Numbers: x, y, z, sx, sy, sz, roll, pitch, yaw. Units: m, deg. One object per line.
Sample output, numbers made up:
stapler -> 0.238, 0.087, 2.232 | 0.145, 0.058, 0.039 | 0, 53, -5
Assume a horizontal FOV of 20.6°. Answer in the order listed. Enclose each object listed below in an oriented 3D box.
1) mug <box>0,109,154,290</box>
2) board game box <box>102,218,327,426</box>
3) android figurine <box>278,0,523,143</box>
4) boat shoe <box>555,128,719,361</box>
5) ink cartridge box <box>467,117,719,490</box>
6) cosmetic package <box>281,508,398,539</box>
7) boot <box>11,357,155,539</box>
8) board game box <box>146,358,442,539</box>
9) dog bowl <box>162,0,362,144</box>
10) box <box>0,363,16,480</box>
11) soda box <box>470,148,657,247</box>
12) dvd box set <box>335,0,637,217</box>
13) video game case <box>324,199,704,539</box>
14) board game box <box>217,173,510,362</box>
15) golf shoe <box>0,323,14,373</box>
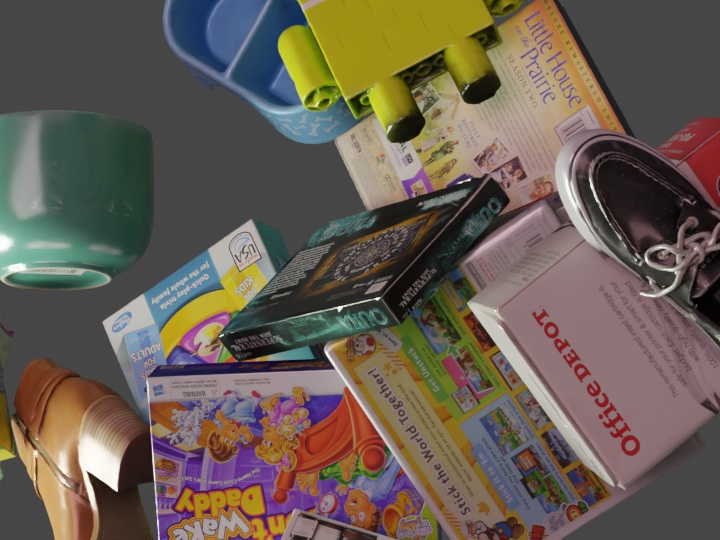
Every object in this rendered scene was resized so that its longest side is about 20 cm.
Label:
mug -> -0.250, -0.047, 1.541 | 0.184, 0.152, 0.115 | -9, 77, 26
board game box -> -0.092, 0.087, 1.488 | 0.151, 0.047, 0.201 | -34, 65, 17
android figurine -> 0.024, -0.191, 1.447 | 0.181, 0.041, 0.201 | -29, 59, 3
boat shoe -> 0.199, -0.007, 1.190 | 0.074, 0.068, 0.200 | -41, 100, -6
ink cartridge box -> 0.190, 0.019, 1.268 | 0.200, 0.083, 0.147 | -38, 100, -6
cosmetic package -> 0.036, 0.227, 1.321 | 0.199, 0.083, 0.051 | 16, 123, 6
boot -> -0.224, 0.177, 1.528 | 0.154, 0.073, 0.201 | 28, 106, 43
board game box -> -0.045, 0.132, 1.390 | 0.198, 0.045, 0.136 | -3, 98, 5
dog bowl -> -0.074, -0.179, 1.539 | 0.199, 0.050, 0.112 | 33, 94, 30
box -> -0.339, 0.088, 1.548 | 0.116, 0.048, 0.201 | -16, 66, 7
soda box -> 0.126, -0.012, 1.368 | 0.199, 0.068, 0.064 | -23, 100, 18
dvd box set -> 0.091, -0.089, 1.442 | 0.199, 0.029, 0.147 | -34, 65, 17
video game case -> 0.104, 0.084, 1.336 | 0.181, 0.023, 0.201 | -33, 96, 9
board game box -> 0.000, 0.000, 1.371 | 0.199, 0.028, 0.135 | -14, 27, 53
golf shoe -> -0.367, 0.043, 1.634 | 0.199, 0.075, 0.092 | 32, 85, 22
